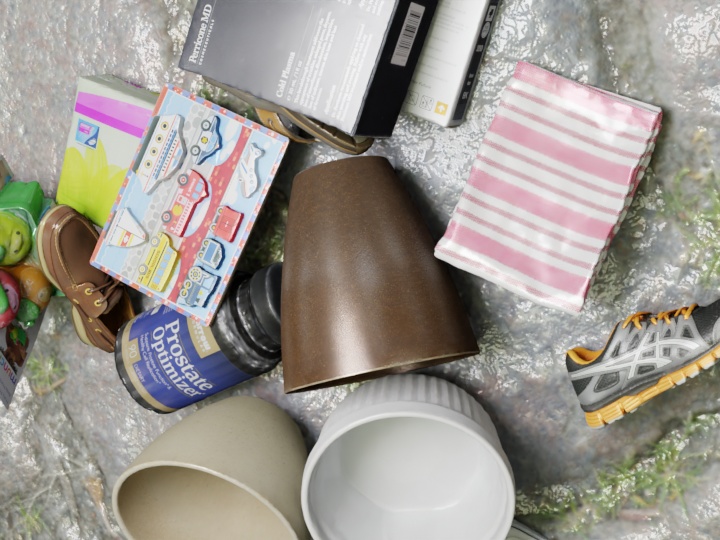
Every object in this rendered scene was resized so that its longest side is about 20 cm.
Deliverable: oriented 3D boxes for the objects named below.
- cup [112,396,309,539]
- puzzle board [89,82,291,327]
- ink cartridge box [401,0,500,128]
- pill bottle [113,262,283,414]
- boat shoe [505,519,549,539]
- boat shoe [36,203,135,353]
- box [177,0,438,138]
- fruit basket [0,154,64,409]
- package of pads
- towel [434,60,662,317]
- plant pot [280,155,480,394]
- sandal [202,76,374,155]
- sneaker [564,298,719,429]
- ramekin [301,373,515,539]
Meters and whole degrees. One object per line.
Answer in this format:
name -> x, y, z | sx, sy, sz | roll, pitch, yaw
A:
cup -> -0.130, 0.213, 1.219 | 0.200, 0.143, 0.200 | 11, 131, 13
puzzle board -> -0.171, -0.066, 1.177 | 0.151, 0.017, 0.200 | 26, 95, 18
ink cartridge box -> 0.030, -0.259, 1.119 | 0.198, 0.043, 0.200 | 24, 111, 18
pill bottle -> -0.147, 0.067, 1.236 | 0.200, 0.112, 0.112 | -25, 91, 28
boat shoe -> 0.158, 0.292, 1.171 | 0.200, 0.067, 0.074 | 10, 105, 22
boat shoe -> -0.279, 0.012, 1.267 | 0.068, 0.072, 0.200 | 21, 143, 30
box -> -0.036, -0.241, 1.061 | 0.182, 0.104, 0.200 | 24, 103, 17
fruit basket -> -0.365, 0.010, 1.243 | 0.094, 0.200, 0.185 | -7, 134, 9
package of pads -> -0.217, -0.102, 1.254 | 0.200, 0.068, 0.155 | 22, 110, 19
towel -> 0.166, -0.075, 1.068 | 0.146, 0.030, 0.200 | 23, 87, 19
plant pot -> 0.000, 0.000, 1.130 | 0.187, 0.187, 0.200 | -16, 82, 27
sandal -> -0.074, -0.157, 1.173 | 0.200, 0.082, 0.055 | 25, 127, 16
sneaker -> 0.266, 0.066, 1.068 | 0.200, 0.078, 0.077 | -36, 80, 27
ramekin -> 0.046, 0.193, 1.149 | 0.200, 0.105, 0.200 | 1, 115, 2
